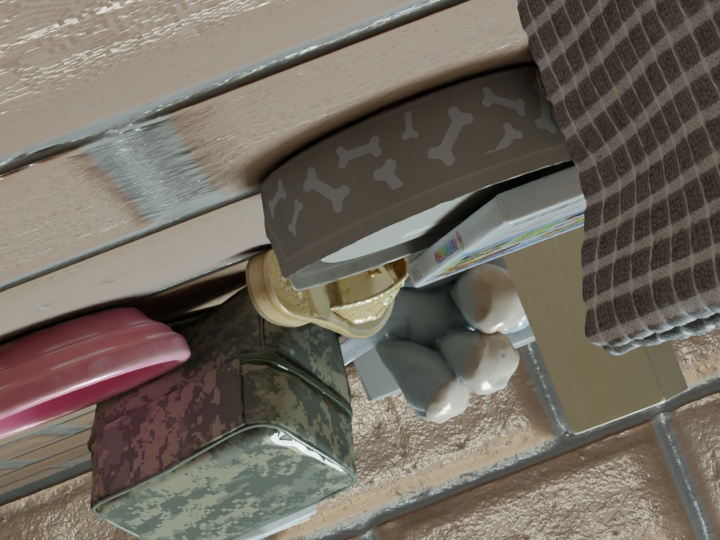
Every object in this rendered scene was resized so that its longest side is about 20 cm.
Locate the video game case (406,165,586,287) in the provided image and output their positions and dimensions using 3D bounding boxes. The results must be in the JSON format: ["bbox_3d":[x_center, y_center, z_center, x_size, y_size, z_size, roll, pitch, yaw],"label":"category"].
[{"bbox_3d":[0.114,-0.037,1.017,0.143,0.018,0.200,-21,175,-15],"label":"video game case"}]

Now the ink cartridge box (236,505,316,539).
[{"bbox_3d":[-0.149,0.172,1.730,0.145,0.200,0.083,-25,174,36],"label":"ink cartridge box"}]

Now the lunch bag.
[{"bbox_3d":[-0.106,0.103,1.393,0.200,0.168,0.139,-28,141,27],"label":"lunch bag"}]

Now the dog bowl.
[{"bbox_3d":[0.036,-0.051,0.979,0.200,0.059,0.200,-21,175,-2],"label":"dog bowl"}]

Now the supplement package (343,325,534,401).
[{"bbox_3d":[0.092,0.029,1.679,0.200,0.120,0.121,-23,175,21],"label":"supplement package"}]

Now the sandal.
[{"bbox_3d":[0.001,0.006,1.315,0.070,0.078,0.212,-17,172,28],"label":"sandal"}]

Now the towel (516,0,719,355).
[{"bbox_3d":[0.119,-0.068,0.554,0.085,0.166,0.200,-16,172,-22],"label":"towel"}]

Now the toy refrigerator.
[{"bbox_3d":[0.161,0.009,1.305,0.076,0.200,0.070,-24,174,25],"label":"toy refrigerator"}]

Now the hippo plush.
[{"bbox_3d":[0.080,0.047,1.528,0.200,0.160,0.161,-25,167,29],"label":"hippo plush"}]

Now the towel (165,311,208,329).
[{"bbox_3d":[-0.167,0.075,1.576,0.200,0.037,0.148,-25,172,39],"label":"towel"}]

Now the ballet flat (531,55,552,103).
[{"bbox_3d":[0.173,-0.114,0.937,0.200,0.046,0.067,-18,174,-35],"label":"ballet flat"}]

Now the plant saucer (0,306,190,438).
[{"bbox_3d":[-0.222,0.075,1.282,0.200,0.051,0.201,-22,176,-2],"label":"plant saucer"}]
